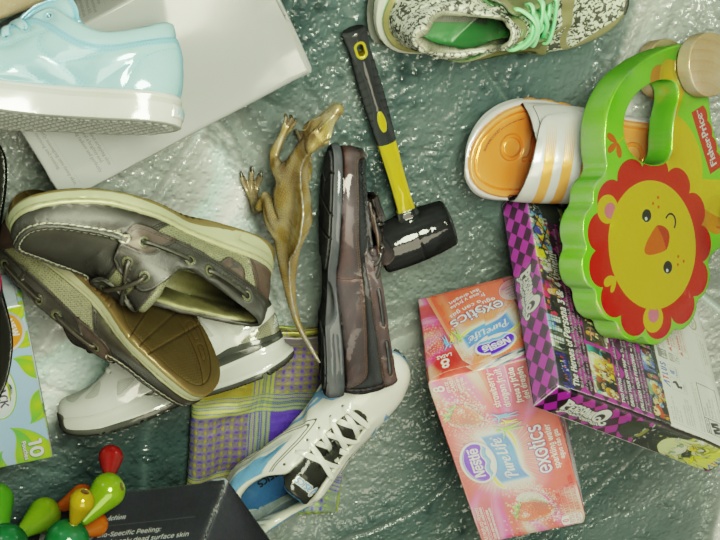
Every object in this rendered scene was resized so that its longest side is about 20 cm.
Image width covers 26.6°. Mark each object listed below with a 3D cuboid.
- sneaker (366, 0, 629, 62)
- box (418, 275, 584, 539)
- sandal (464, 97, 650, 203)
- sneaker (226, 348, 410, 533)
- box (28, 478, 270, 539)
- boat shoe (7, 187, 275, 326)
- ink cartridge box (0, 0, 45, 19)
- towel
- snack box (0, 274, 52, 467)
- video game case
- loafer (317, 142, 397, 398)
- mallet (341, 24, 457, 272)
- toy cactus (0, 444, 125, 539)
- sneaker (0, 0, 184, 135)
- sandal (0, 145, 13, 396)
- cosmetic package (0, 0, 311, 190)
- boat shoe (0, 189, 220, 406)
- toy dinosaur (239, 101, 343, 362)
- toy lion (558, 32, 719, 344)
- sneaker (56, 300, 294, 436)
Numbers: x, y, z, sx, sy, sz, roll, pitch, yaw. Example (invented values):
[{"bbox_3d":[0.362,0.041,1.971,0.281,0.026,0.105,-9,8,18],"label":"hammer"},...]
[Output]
[{"bbox_3d":[0.108,-0.176,1.099,0.197,0.089,0.078,-8,122,-13],"label":"sneaker"},{"bbox_3d":[0.118,0.116,1.250,0.093,0.103,0.201,-14,130,8],"label":"box"},{"bbox_3d":[0.180,-0.091,1.182,0.204,0.059,0.080,-2,102,-20],"label":"sandal"},{"bbox_3d":[-0.031,0.144,1.232,0.200,0.073,0.072,-44,121,10],"label":"sneaker"},{"bbox_3d":[-0.185,0.281,1.172,0.194,0.201,0.118,-10,131,27],"label":"box"},{"bbox_3d":[-0.148,-0.004,1.063,0.199,0.067,0.072,13,146,-30],"label":"boat shoe"},{"bbox_3d":[-0.220,-0.273,0.949,0.163,0.075,0.202,-23,125,-4],"label":"ink cartridge box"},{"bbox_3d":[-0.072,0.128,1.265,0.142,0.023,0.202,0,119,-18],"label":"towel"},{"bbox_3d":[-0.342,0.091,1.140,0.197,0.053,0.144,-11,123,-12],"label":"snack box"},{"bbox_3d":[0.200,0.044,1.196,0.180,0.202,0.036,22,134,-28],"label":"video game case"},{"bbox_3d":[0.000,0.000,1.166,0.062,0.072,0.203,-1,110,-9],"label":"loafer"},{"bbox_3d":[0.031,-0.095,1.159,0.065,0.041,0.202,-15,119,-9],"label":"mallet"},{"bbox_3d":[-0.260,0.217,1.135,0.197,0.166,0.103,-18,137,-6],"label":"toy cactus"},{"bbox_3d":[-0.208,-0.133,0.960,0.197,0.074,0.083,4,82,-9],"label":"sneaker"},{"bbox_3d":[-0.282,0.003,1.066,0.074,0.045,0.203,1,96,-6],"label":"sandal"},{"bbox_3d":[-0.146,-0.150,1.042,0.198,0.081,0.114,-27,124,-2],"label":"cosmetic package"},{"bbox_3d":[-0.187,0.028,1.113,0.200,0.073,0.065,46,124,4],"label":"boat shoe"},{"bbox_3d":[-0.054,-0.039,1.122,0.057,0.101,0.202,-1,119,-15],"label":"toy dinosaur"},{"bbox_3d":[0.218,-0.055,1.149,0.190,0.068,0.202,-29,108,-30],"label":"toy lion"},{"bbox_3d":[-0.159,0.049,1.177,0.198,0.076,0.117,-21,96,12],"label":"sneaker"}]
